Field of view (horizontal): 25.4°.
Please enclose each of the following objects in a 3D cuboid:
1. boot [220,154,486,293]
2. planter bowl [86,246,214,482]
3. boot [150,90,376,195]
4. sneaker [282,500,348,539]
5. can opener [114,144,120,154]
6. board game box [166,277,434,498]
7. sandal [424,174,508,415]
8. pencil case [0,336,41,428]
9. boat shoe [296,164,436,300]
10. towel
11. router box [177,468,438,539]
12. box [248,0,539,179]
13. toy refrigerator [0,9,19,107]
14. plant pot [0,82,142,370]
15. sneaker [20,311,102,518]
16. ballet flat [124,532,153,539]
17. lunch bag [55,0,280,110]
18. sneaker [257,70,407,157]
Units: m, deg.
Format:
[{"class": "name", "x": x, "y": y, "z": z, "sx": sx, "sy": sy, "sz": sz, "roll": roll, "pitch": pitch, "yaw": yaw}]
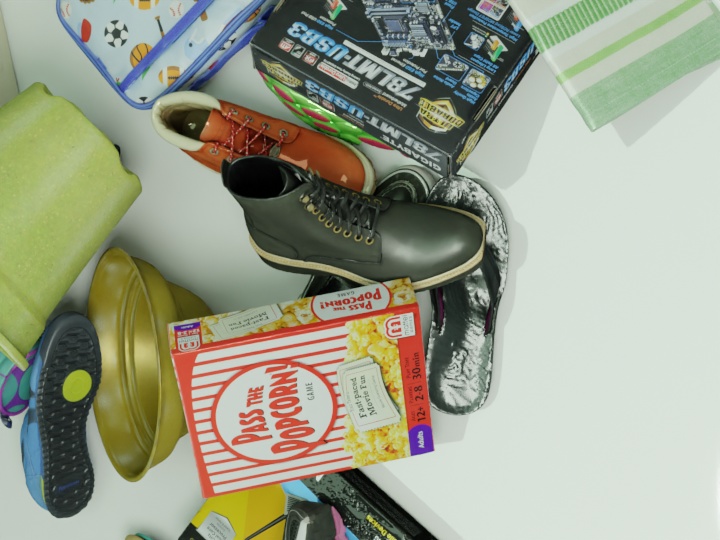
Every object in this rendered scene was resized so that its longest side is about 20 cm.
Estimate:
[{"class": "boot", "x": -0.006, "y": -0.041, "z": 1.258, "sx": 0.198, "sy": 0.138, "sz": 0.078, "roll": -1, "pitch": 68, "yaw": 13}, {"class": "planter bowl", "x": -0.171, "y": 0.078, "z": 1.386, "sx": 0.200, "sy": 0.083, "sz": 0.202, "roll": 14, "pitch": 106, "yaw": 62}, {"class": "boot", "x": -0.085, "y": -0.100, "z": 1.353, "sx": 0.199, "sy": 0.107, "sz": 0.076, "roll": 19, "pitch": 87, "yaw": 24}, {"class": "sneaker", "x": -0.069, "y": 0.290, "z": 1.324, "sx": 0.086, "sy": 0.080, "sz": 0.202, "roll": 9, "pitch": 91, "yaw": 29}, {"class": "can opener", "x": -0.301, "y": -0.056, "z": 1.468, "sx": 0.199, "sy": 0.063, "sz": 0.079, "roll": -37, "pitch": 52, "yaw": 6}, {"class": "board game box", "x": -0.046, "y": 0.096, "z": 1.293, "sx": 0.198, "sy": 0.046, "sz": 0.153, "roll": -11, "pitch": 124, "yaw": -4}, {"class": "sandal", "x": 0.088, "y": 0.021, "z": 1.327, "sx": 0.075, "sy": 0.048, "sz": 0.203, "roll": -1, "pitch": 93, "yaw": 0}, {"class": "pencil case", "x": -0.375, "y": 0.059, "z": 1.477, "sx": 0.199, "sy": 0.093, "sz": 0.085, "roll": 30, "pitch": 65, "yaw": 18}, {"class": "boat shoe", "x": 0.000, "y": 0.000, "z": 1.357, "sx": 0.070, "sy": 0.064, "sz": 0.201, "roll": 33, "pitch": 100, "yaw": 16}, {"class": "towel", "x": 0.190, "y": -0.228, "z": 1.278, "sx": 0.152, "sy": 0.023, "sz": 0.201, "roll": -29, "pitch": 81, "yaw": -15}, {"class": "router box", "x": -0.038, "y": 0.241, "z": 1.377, "sx": 0.200, "sy": 0.051, "sz": 0.150, "roll": 40, "pitch": 103, "yaw": 14}, {"class": "box", "x": 0.044, "y": -0.204, "z": 1.307, "sx": 0.199, "sy": 0.050, "sz": 0.199, "roll": 29, "pitch": 73, "yaw": 16}, {"class": "toy refrigerator", "x": -0.370, "y": -0.177, "z": 1.483, "sx": 0.075, "sy": 0.070, "sz": 0.202, "roll": -14, "pitch": 86, "yaw": 18}, {"class": "plant pot", "x": -0.292, "y": -0.051, "z": 1.347, "sx": 0.200, "sy": 0.201, "sz": 0.184, "roll": 41, "pitch": 78, "yaw": 15}, {"class": "sneaker", "x": -0.278, "y": 0.123, "z": 1.432, "sx": 0.078, "sy": 0.066, "sz": 0.202, "roll": 32, "pitch": 125, "yaw": 44}, {"class": "ballet flat", "x": -0.146, "y": 0.310, "z": 1.401, "sx": 0.199, "sy": 0.069, "sz": 0.063, "roll": 35, "pitch": 62, "yaw": 15}, {"class": "lunch bag", "x": -0.159, "y": -0.246, "z": 1.408, "sx": 0.200, "sy": 0.075, "sz": 0.161, "roll": -42, "pitch": 80, "yaw": 16}, {"class": "sneaker", "x": 0.004, "y": -0.155, "z": 1.361, "sx": 0.198, "sy": 0.077, "sz": 0.084, "roll": 19, "pitch": 78, "yaw": 16}]
